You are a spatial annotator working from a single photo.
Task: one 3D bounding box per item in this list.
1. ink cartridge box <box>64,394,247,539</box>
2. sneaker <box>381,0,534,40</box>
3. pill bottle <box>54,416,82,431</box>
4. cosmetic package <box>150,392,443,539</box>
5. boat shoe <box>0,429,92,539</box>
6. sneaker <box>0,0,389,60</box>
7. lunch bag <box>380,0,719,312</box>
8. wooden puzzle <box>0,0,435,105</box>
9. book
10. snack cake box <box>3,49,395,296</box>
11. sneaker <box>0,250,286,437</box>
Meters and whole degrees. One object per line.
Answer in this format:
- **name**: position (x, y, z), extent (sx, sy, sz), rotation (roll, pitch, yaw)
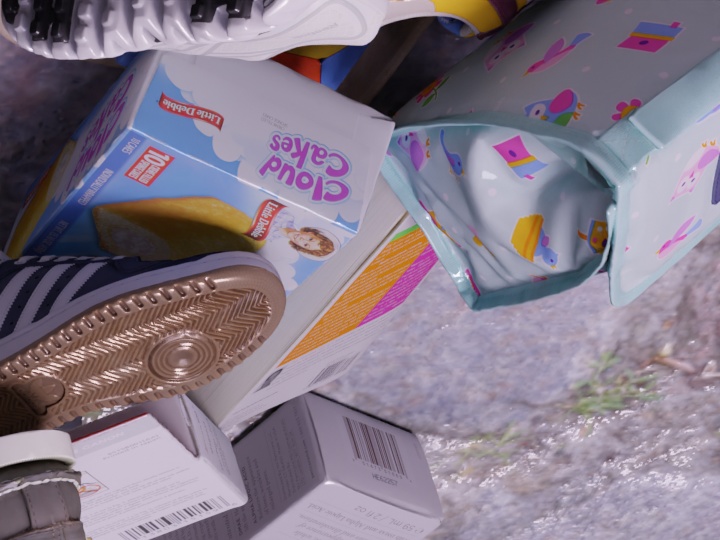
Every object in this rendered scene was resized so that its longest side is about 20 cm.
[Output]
- **ink cartridge box**: position (-0.172, 0.109, 1.170), extent (0.200, 0.044, 0.174), rotation (-21, 157, 5)
- **sneaker**: position (0.067, -0.150, 1.064), extent (0.200, 0.075, 0.090), rotation (-9, 132, -38)
- **pill bottle**: position (-0.252, 0.076, 1.232), extent (0.200, 0.113, 0.112), rotation (-25, 140, 10)
- **cosmetic package**: position (-0.059, 0.164, 1.438), extent (0.102, 0.074, 0.200), rotation (24, 125, -38)
- **boat shoe**: position (-0.174, 0.139, 1.100), extent (0.072, 0.060, 0.202), rotation (-7, 155, -30)
- **sneaker**: position (-0.074, -0.116, 1.010), extent (0.200, 0.075, 0.081), rotation (8, 175, 43)
- **lunch bag**: position (0.122, -0.070, 1.066), extent (0.170, 0.122, 0.200), rotation (-37, -171, -21)
- **wooden puzzle**: position (-0.042, -0.143, 1.098), extent (0.200, 0.046, 0.185), rotation (13, 133, -31)
- **book**: position (0.000, 0.000, 1.246), extent (0.134, 0.048, 0.200), rotation (-21, 156, -52)
- **snack cake box**: position (-0.083, -0.028, 1.131), extent (0.115, 0.067, 0.200), rotation (26, 149, -15)
- **sneaker**: position (-0.134, 0.013, 1.104), extent (0.200, 0.109, 0.070), rotation (-23, 134, 9)
